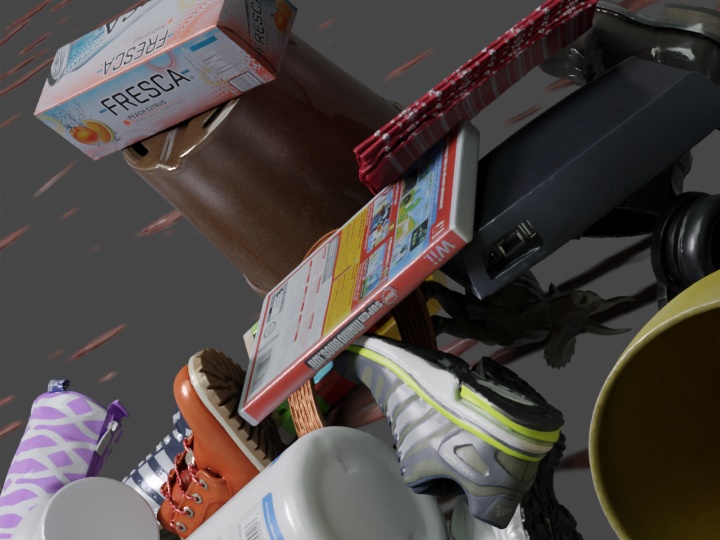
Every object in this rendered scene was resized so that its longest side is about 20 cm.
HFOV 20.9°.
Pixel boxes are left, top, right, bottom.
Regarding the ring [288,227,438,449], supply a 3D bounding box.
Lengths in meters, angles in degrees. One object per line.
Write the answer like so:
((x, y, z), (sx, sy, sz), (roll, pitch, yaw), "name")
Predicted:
((-0.007, 0.070, 1.353), (0.200, 0.019, 0.201), (10, 102, 56), "ring")

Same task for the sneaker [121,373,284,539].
((-0.141, 0.144, 1.470), (0.200, 0.070, 0.109), (-23, 68, 28), "sneaker")

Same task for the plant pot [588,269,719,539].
((0.233, 0.068, 1.037), (0.200, 0.200, 0.142), (-30, 14, 30), "plant pot")

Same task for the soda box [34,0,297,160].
((-0.140, -0.148, 1.382), (0.200, 0.064, 0.069), (-19, 44, 39), "soda box")

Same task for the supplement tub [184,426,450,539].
((-0.049, 0.202, 1.248), (0.200, 0.132, 0.132), (-43, 32, 35), "supplement tub")

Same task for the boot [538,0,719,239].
((0.167, -0.101, 1.360), (0.200, 0.069, 0.174), (4, 62, 50), "boot")

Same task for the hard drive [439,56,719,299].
((0.130, -0.065, 1.239), (0.200, 0.042, 0.135), (-36, 18, -5), "hard drive")

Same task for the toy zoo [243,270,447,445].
((-0.003, 0.027, 1.488), (0.200, 0.020, 0.131), (-42, 34, 15), "toy zoo")

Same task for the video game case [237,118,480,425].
((0.000, 0.000, 1.257), (0.200, 0.017, 0.143), (-42, 19, 26), "video game case")

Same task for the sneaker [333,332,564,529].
((0.040, 0.093, 1.198), (0.200, 0.074, 0.081), (27, 99, 56), "sneaker")

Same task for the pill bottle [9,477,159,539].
((-0.204, 0.226, 1.389), (0.200, 0.111, 0.111), (121, 164, -54), "pill bottle")

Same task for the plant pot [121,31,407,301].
((-0.059, -0.084, 1.463), (0.200, 0.198, 0.201), (-32, 36, 27), "plant pot")

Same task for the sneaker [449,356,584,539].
((0.086, 0.136, 1.232), (0.079, 0.074, 0.200), (-38, 35, 29), "sneaker")

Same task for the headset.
((0.247, -0.022, 1.207), (0.123, 0.094, 0.201), (-20, 60, 40), "headset")

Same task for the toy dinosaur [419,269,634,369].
((0.092, 0.019, 1.328), (0.077, 0.102, 0.200), (-68, 23, 5), "toy dinosaur")

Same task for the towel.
((0.079, -0.119, 1.306), (0.200, 0.023, 0.145), (-38, -6, 0), "towel")

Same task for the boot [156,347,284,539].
((-0.098, 0.137, 1.311), (0.107, 0.200, 0.075), (-20, 43, 6), "boot")

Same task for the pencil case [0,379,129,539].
((-0.248, 0.194, 1.580), (0.085, 0.084, 0.200), (-1, 57, 23), "pencil case")
